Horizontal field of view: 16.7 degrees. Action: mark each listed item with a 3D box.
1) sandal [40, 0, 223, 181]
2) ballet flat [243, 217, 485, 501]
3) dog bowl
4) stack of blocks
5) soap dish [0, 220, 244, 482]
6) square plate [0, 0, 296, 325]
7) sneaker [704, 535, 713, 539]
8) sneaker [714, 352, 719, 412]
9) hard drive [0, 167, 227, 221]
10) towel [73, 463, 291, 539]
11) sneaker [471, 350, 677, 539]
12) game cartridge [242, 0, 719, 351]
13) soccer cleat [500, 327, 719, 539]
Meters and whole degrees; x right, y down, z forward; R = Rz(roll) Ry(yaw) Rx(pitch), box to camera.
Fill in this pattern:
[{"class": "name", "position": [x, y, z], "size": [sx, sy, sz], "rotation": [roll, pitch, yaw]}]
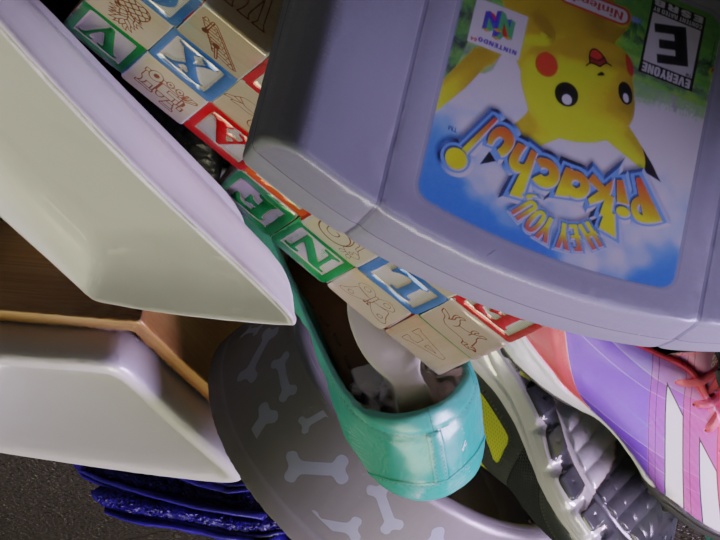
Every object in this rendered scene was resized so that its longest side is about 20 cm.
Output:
[{"class": "sandal", "position": [-0.092, -0.086, 1.003], "size": [0.075, 0.045, 0.200], "rotation": [7, 147, 4]}, {"class": "ballet flat", "position": [0.000, 0.000, 1.006], "size": [0.067, 0.200, 0.070], "rotation": [-18, 146, -12]}, {"class": "dog bowl", "position": [0.025, 0.079, 1.175], "size": [0.200, 0.200, 0.059], "rotation": [24, 119, -27]}, {"class": "stack of blocks", "position": [-0.007, -0.055, 0.892], "size": [0.200, 0.059, 0.115], "rotation": [39, 154, -12]}, {"class": "soap dish", "position": [-0.151, 0.037, 1.228], "size": [0.200, 0.081, 0.157], "rotation": [4, 155, 28]}, {"class": "square plate", "position": [-0.127, -0.056, 0.957], "size": [0.198, 0.028, 0.200], "rotation": [46, 161, -23]}, {"class": "sneaker", "position": [0.192, 0.122, 1.260], "size": [0.077, 0.080, 0.200], "rotation": [1, -174, -1]}, {"class": "sneaker", "position": [0.154, 0.009, 0.952], "size": [0.071, 0.099, 0.200], "rotation": [-14, 156, 25]}, {"class": "hard drive", "position": [-0.132, -0.031, 1.200], "size": [0.200, 0.027, 0.132], "rotation": [12, 161, 8]}, {"class": "towel", "position": [-0.049, 0.108, 1.356], "size": [0.148, 0.050, 0.200], "rotation": [12, -167, 23]}, {"class": "sneaker", "position": [0.069, 0.058, 1.112], "size": [0.200, 0.074, 0.085], "rotation": [57, 142, 3]}, {"class": "game cartridge", "position": [0.066, -0.050, 0.829], "size": [0.200, 0.133, 0.040], "rotation": [19, 161, -15]}, {"class": "soccer cleat", "position": [0.142, 0.053, 1.043], "size": [0.200, 0.068, 0.073], "rotation": [40, 143, -21]}]
